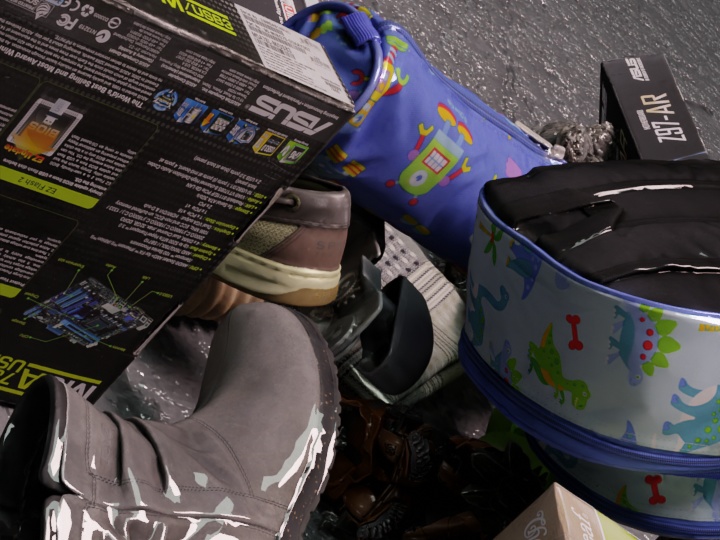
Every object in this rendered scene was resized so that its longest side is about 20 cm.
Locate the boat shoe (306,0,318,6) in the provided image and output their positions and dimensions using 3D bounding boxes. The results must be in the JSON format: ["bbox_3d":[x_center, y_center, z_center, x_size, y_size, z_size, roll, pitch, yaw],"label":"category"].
[{"bbox_3d":[-0.065,-0.119,1.136,0.090,0.071,0.200,8,16,-11],"label":"boat shoe"}]

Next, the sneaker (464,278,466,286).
[{"bbox_3d":[0.113,0.035,1.112,0.075,0.080,0.200,50,13,-15],"label":"sneaker"}]

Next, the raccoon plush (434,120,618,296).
[{"bbox_3d":[0.144,0.000,1.245,0.200,0.134,0.097,43,22,-3],"label":"raccoon plush"}]

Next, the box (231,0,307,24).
[{"bbox_3d":[-0.119,-0.175,0.999,0.198,0.050,0.201,14,50,-41],"label":"box"}]

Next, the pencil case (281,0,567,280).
[{"bbox_3d":[0.032,-0.060,0.993,0.200,0.087,0.078,31,19,-47],"label":"pencil case"}]

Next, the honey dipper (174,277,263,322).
[{"bbox_3d":[-0.124,-0.005,0.935,0.199,0.038,0.038,13,39,-48],"label":"honey dipper"}]

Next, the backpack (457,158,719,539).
[{"bbox_3d":[0.147,0.036,0.931,0.199,0.148,0.183,2,21,-27],"label":"backpack"}]

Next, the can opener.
[{"bbox_3d":[0.000,0.000,1.026,0.067,0.053,0.200,44,20,-19],"label":"can opener"}]

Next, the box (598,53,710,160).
[{"bbox_3d":[0.188,-0.012,1.290,0.043,0.201,0.161,-6,38,-4],"label":"box"}]

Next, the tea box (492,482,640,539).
[{"bbox_3d":[0.115,0.231,0.815,0.196,0.134,0.201,36,24,-22],"label":"tea box"}]

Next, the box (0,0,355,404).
[{"bbox_3d":[-0.132,-0.036,0.771,0.199,0.193,0.048,19,35,-44],"label":"box"}]

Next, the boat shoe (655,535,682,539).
[{"bbox_3d":[0.176,0.143,0.969,0.199,0.060,0.072,-35,52,-29],"label":"boat shoe"}]

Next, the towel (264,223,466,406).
[{"bbox_3d":[-0.016,-0.010,1.111,0.193,0.035,0.200,45,22,9],"label":"towel"}]

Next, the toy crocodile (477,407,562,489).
[{"bbox_3d":[0.116,0.107,1.121,0.067,0.062,0.200,15,5,25],"label":"toy crocodile"}]

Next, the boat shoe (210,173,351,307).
[{"bbox_3d":[-0.090,-0.049,0.949,0.199,0.065,0.073,25,14,15],"label":"boat shoe"}]

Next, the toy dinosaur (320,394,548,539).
[{"bbox_3d":[0.046,0.107,0.960,0.198,0.103,0.136,7,13,-14],"label":"toy dinosaur"}]

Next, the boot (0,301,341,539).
[{"bbox_3d":[-0.078,0.070,0.803,0.131,0.070,0.201,31,38,-29],"label":"boot"}]
